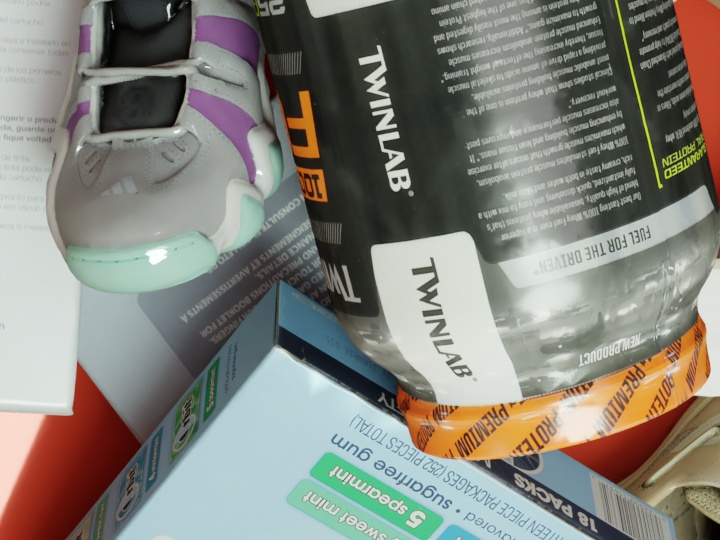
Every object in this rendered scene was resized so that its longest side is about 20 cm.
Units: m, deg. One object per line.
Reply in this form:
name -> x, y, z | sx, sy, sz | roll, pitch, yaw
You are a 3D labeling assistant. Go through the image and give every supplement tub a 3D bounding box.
supplement tub -> 0.036, -0.054, 0.635 | 0.121, 0.122, 0.202 | -17, 100, -15

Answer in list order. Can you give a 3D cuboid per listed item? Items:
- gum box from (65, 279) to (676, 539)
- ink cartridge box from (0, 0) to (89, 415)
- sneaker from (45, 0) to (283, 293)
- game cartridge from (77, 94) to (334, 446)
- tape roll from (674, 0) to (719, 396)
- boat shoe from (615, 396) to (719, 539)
gum box -> -0.016, 0.123, 0.738 | 0.169, 0.045, 0.200 | 31, 116, -18
ink cartridge box -> -0.187, -0.056, 0.700 | 0.198, 0.041, 0.202 | 4, 87, -12
sneaker -> -0.069, -0.100, 0.659 | 0.077, 0.201, 0.141 | -7, 130, 12
game cartridge -> 0.000, 0.000, 0.735 | 0.199, 0.040, 0.134 | -35, 91, 16
tape roll -> 0.122, -0.056, 0.797 | 0.200, 0.071, 0.205 | -2, 97, -18
boat shoe -> 0.139, 0.095, 0.821 | 0.199, 0.064, 0.072 | -34, 105, -12
